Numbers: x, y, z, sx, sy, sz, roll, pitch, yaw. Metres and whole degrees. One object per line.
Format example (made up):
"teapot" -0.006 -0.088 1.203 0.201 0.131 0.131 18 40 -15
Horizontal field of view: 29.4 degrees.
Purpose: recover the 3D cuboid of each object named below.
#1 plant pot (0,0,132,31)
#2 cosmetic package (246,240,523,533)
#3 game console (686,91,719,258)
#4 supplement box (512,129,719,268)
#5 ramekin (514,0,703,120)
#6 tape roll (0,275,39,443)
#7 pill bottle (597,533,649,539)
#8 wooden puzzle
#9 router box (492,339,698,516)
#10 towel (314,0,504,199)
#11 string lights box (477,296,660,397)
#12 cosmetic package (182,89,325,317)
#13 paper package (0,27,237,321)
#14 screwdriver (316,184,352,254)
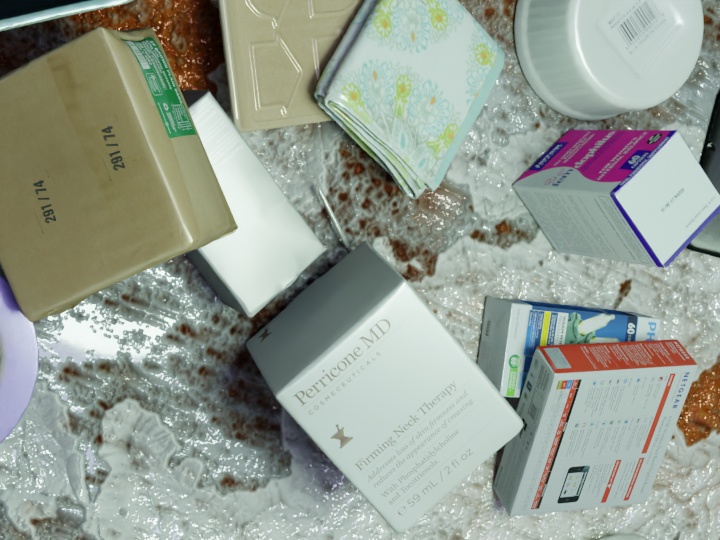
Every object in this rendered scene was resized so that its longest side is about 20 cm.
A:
"plant pot" -0.323 -0.295 1.148 0.195 0.200 0.197 -18 102 -22
"cosmetic package" 0.020 0.111 1.355 0.167 0.166 0.200 -41 111 -1
"game console" 0.490 -0.100 1.650 0.175 0.116 0.202 16 89 -56
"supplement box" 0.268 -0.079 1.448 0.101 0.200 0.104 -44 110 -15
"ramekin" 0.276 -0.264 1.488 0.199 0.098 0.202 -3 97 -25
"tape roll" -0.393 0.076 1.219 0.198 0.085 0.202 -3 96 -26
"pill bottle" 0.317 0.413 1.569 0.116 0.116 0.201 -31 107 -19
"wooden puzzle" -0.062 -0.239 1.356 0.199 0.046 0.187 -13 101 -37
"router box" 0.254 0.173 1.498 0.178 0.049 0.201 -1 124 -22
"towel" 0.054 -0.198 1.391 0.171 0.048 0.201 43 65 -35
"string lights box" 0.231 0.091 1.525 0.198 0.059 0.104 6 94 -25
"cosmetic package" -0.137 -0.065 1.324 0.107 0.090 0.201 -40 113 -14
"paper package" -0.235 -0.085 1.193 0.189 0.103 0.201 -23 92 18
"screwdriver" 0.000 0.000 1.421 0.028 0.029 0.201 -32 113 -19
